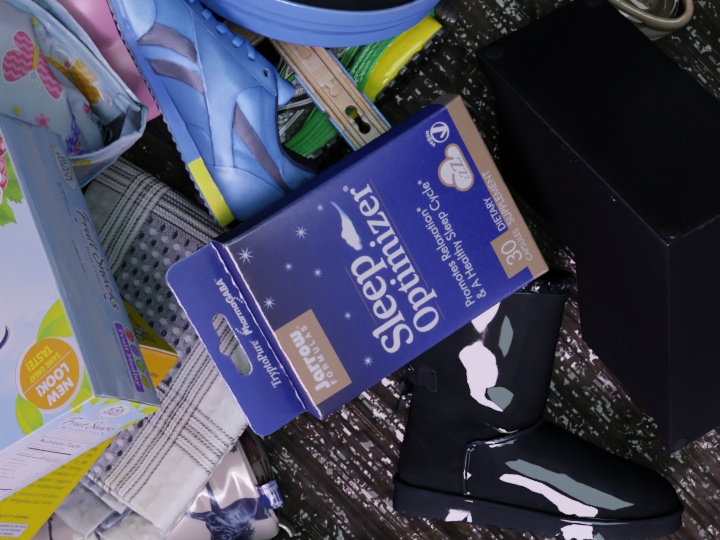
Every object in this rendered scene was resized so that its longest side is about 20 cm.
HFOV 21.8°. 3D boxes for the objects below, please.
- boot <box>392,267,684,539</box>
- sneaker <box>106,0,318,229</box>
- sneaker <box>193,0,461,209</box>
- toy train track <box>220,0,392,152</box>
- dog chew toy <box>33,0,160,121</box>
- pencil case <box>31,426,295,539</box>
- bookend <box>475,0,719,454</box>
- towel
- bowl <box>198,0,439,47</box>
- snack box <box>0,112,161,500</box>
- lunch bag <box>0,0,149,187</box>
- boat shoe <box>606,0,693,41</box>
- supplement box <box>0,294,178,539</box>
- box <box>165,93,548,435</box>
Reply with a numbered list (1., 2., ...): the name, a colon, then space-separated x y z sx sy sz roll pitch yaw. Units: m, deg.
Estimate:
1. boot: 0.108 0.078 1.165 0.198 0.073 0.163 6 100 9
2. sneaker: -0.089 -0.121 1.064 0.078 0.066 0.200 -26 114 2
3. sneaker: -0.033 -0.114 1.162 0.085 0.078 0.200 43 82 4
4. toy train track: -0.027 -0.125 1.108 0.115 0.033 0.200 -38 85 -8
5. dog chew toy: -0.173 -0.180 1.119 0.124 0.125 0.200 -30 105 -3
6. pencil case: -0.143 0.167 1.157 0.200 0.078 0.090 -27 81 -4
7. bookend: 0.169 -0.029 1.153 0.092 0.199 0.200 -28 139 -14
8. towel: -0.144 0.051 1.129 0.192 0.035 0.200 35 88 23
9. bowl: -0.032 -0.212 1.112 0.200 0.039 0.201 9 51 -11
10. snack box: -0.223 0.040 0.980 0.200 0.068 0.169 -30 69 21
11. lunch bag: -0.248 -0.089 1.070 0.200 0.169 0.128 22 54 -35
12. boat shoe: 0.130 -0.222 1.169 0.200 0.065 0.071 38 89 -6
13. supplement box: -0.222 0.081 1.072 0.109 0.109 0.200 44 101 26
14. box: 0.000 0.000 1.080 0.200 0.032 0.121 -33 107 -12
